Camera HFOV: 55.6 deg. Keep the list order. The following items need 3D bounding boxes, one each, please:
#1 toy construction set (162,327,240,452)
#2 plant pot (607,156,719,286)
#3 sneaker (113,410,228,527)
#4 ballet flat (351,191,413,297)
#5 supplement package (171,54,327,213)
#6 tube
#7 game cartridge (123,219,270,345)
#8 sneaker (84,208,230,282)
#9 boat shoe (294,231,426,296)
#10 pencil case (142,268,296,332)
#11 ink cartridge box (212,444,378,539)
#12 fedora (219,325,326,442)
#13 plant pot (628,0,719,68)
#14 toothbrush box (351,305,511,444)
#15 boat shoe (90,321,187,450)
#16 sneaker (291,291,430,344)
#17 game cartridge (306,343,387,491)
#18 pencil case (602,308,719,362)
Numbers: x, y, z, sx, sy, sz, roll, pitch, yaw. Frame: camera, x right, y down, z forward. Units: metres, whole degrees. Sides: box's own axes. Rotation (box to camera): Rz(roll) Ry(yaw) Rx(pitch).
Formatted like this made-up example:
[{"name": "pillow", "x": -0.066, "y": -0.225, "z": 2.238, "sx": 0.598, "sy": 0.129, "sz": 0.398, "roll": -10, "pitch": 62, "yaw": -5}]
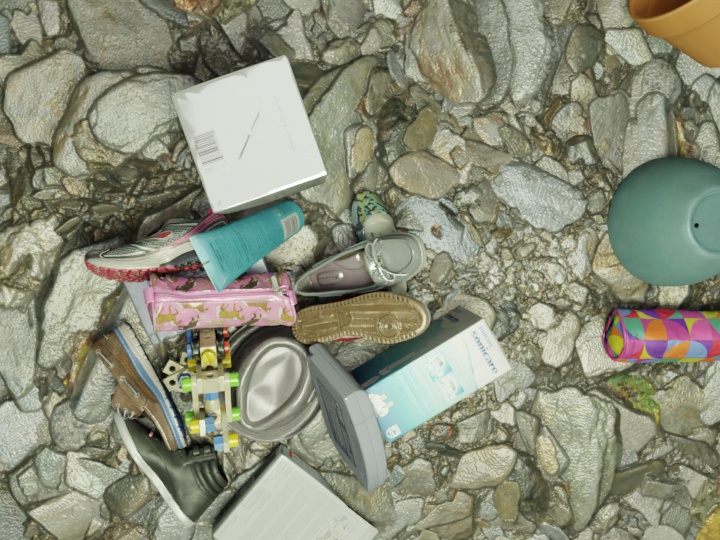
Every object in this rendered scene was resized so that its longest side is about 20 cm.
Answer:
[{"name": "toy construction set", "x": -0.212, "y": 0.148, "z": 0.937, "sx": 0.091, "sy": 0.200, "sz": 0.132, "roll": -10, "pitch": 108, "yaw": -26}, {"name": "plant pot", "x": 0.487, "y": -0.071, "z": 1.002, "sx": 0.198, "sy": 0.135, "sz": 0.202, "roll": 0, "pitch": 94, "yaw": -4}, {"name": "sneaker", "x": -0.272, "y": 0.266, "z": 1.004, "sx": 0.099, "sy": 0.071, "sz": 0.201, "roll": -37, "pitch": 93, "yaw": -12}, {"name": "ballet flat", "x": 0.039, "y": -0.021, "z": 1.002, "sx": 0.074, "sy": 0.074, "sz": 0.202, "roll": -16, "pitch": 97, "yaw": -3}, {"name": "supplement package", "x": -0.139, "y": -0.169, "z": 0.912, "sx": 0.150, "sy": 0.200, "sz": 0.153, "roll": -19, "pitch": 95, "yaw": -2}, {"name": "tube", "x": -0.148, "y": -0.043, "z": 0.926, "sx": 0.050, "sy": 0.200, "sz": 0.078, "roll": -27, "pitch": 97, "yaw": 35}, {"name": "game cartridge", "x": -0.236, "y": 0.008, "z": 0.993, "sx": 0.199, "sy": 0.041, "sz": 0.134, "roll": -23, "pitch": 99, "yaw": -3}, {"name": "sneaker", "x": -0.272, "y": -0.031, "z": 0.930, "sx": 0.198, "sy": 0.081, "sz": 0.075, "roll": -11, "pitch": 80, "yaw": -11}, {"name": "boat shoe", "x": -0.001, "y": -0.001, "z": 0.956, "sx": 0.201, "sy": 0.065, "sz": 0.075, "roll": -13, "pitch": 96, "yaw": 32}, {"name": "pencil case", "x": -0.187, "y": 0.040, "z": 0.920, "sx": 0.198, "sy": 0.083, "sz": 0.087, "roll": -2, "pitch": 126, "yaw": -13}, {"name": "ink cartridge box", "x": -0.098, "y": 0.388, "z": 1.039, "sx": 0.200, "sy": 0.050, "sz": 0.162, "roll": 41, "pitch": 89, "yaw": -14}, {"name": "fedora", "x": -0.130, "y": 0.166, "z": 0.991, "sx": 0.176, "sy": 0.090, "sz": 0.201, "roll": 37, "pitch": 91, "yaw": -6}, {"name": "plant pot", "x": 0.505, "y": -0.385, "z": 0.963, "sx": 0.140, "sy": 0.200, "sz": 0.201, "roll": 38, "pitch": 91, "yaw": -23}, {"name": "toothbrush box", "x": 0.095, "y": 0.142, "z": 0.981, "sx": 0.199, "sy": 0.146, "sz": 0.086, "roll": -32, "pitch": 96, "yaw": -3}, {"name": "boat shoe", "x": -0.316, "y": 0.175, "z": 0.972, "sx": 0.072, "sy": 0.072, "sz": 0.201, "roll": -29, "pitch": 75, "yaw": -16}, {"name": "sneaker", "x": 0.014, "y": 0.066, "z": 0.968, "sx": 0.198, "sy": 0.112, "sz": 0.072, "roll": -5, "pitch": 89, "yaw": 23}, {"name": "game cartridge", "x": -0.015, "y": 0.208, "z": 0.943, "sx": 0.041, "sy": 0.133, "sz": 0.201, "roll": -24, "pitch": 130, "yaw": -16}, {"name": "pencil case", "x": 0.474, "y": 0.098, "z": 1.042, "sx": 0.198, "sy": 0.088, "sz": 0.089, "roll": 1, "pitch": 94, "yaw": -7}]
